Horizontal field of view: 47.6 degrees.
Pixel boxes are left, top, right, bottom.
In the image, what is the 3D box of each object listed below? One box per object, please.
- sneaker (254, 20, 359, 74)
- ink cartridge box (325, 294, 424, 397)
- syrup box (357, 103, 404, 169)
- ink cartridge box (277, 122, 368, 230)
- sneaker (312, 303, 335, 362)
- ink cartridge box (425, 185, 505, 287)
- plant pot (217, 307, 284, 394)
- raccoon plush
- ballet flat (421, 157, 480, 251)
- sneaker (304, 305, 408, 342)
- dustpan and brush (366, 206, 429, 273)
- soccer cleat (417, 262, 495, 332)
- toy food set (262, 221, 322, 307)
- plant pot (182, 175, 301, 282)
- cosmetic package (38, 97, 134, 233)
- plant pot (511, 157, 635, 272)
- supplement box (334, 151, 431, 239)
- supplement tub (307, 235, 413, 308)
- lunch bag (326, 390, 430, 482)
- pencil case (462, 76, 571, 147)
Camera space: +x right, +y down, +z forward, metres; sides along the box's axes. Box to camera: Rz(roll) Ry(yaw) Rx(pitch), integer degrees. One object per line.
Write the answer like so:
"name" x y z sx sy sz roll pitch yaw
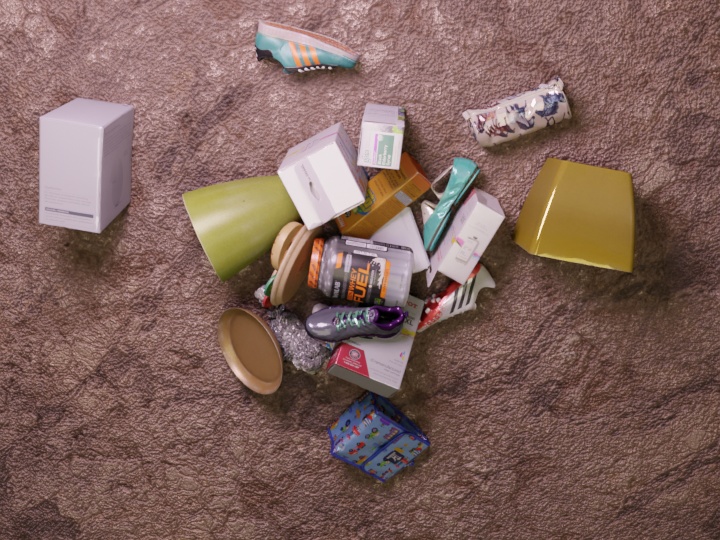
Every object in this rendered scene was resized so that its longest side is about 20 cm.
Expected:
"sneaker" -0.103 -0.405 1.537 0.197 0.072 0.081 17 116 1
"ink cartridge box" 0.031 0.134 1.665 0.144 0.203 0.083 22 155 -7
"syrup box" 0.040 -0.252 1.516 0.080 0.200 0.080 6 111 0
"ink cartridge box" -0.067 -0.178 1.548 0.124 0.201 0.130 -26 109 12
"sneaker" -0.050 0.165 1.748 0.105 0.076 0.200 -42 105 17
"ink cartridge box" 0.205 -0.055 1.632 0.067 0.117 0.202 27 111 -9
"plant pot" -0.228 0.166 1.730 0.198 0.027 0.203 23 128 34
"raccoon plush" -0.147 0.132 1.687 0.097 0.133 0.200 -47 115 -15
"ballet flat" 0.163 -0.138 1.634 0.070 0.067 0.202 32 107 7
"sneaker" -0.008 0.090 1.576 0.196 0.076 0.088 -2 156 -13
"dustpan and brush" 0.029 -0.039 1.685 0.197 0.057 0.142 -20 99 3
"soccer cleat" 0.196 0.068 1.708 0.085 0.069 0.200 40 104 -12
"toy food set" -0.137 -0.018 1.618 0.048 0.200 0.200 26 116 8
"plant pot" -0.222 -0.106 1.610 0.198 0.187 0.189 -25 109 -4
"cosmetic package" -0.519 -0.206 1.554 0.121 0.200 0.203 10 111 -2
"plant pot" 0.419 -0.116 1.568 0.196 0.200 0.180 10 101 -2
"supplement box" 0.041 -0.140 1.621 0.199 0.067 0.069 -40 145 16
"supplement tub" 0.000 0.000 1.599 0.196 0.123 0.125 9 112 -1
"lunch bag" 0.048 0.385 1.835 0.199 0.094 0.151 39 107 -25
"pencil case" 0.297 -0.299 1.553 0.197 0.078 0.090 -18 130 9
